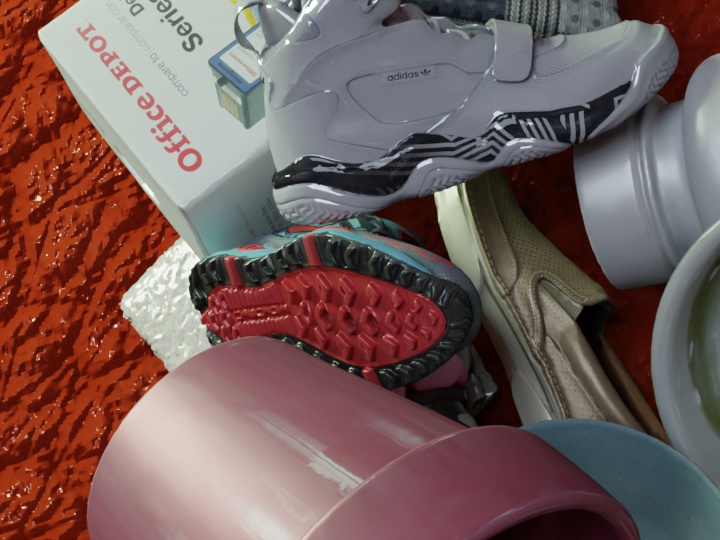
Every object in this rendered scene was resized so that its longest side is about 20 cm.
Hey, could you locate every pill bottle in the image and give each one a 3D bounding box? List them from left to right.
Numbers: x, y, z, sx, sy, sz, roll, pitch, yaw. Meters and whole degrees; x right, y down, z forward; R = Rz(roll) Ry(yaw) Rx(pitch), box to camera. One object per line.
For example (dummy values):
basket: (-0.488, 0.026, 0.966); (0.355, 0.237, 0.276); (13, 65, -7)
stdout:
pill bottle: (0.207, -0.053, 1.081); (0.200, 0.114, 0.114); (-12, 69, 22)

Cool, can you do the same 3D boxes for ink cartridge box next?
ink cartridge box: (-0.043, -0.116, 1.210); (0.200, 0.088, 0.145); (-37, 62, -5)

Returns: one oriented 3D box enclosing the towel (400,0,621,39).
towel: (0.037, -0.191, 1.172); (0.192, 0.035, 0.200); (9, 48, -4)

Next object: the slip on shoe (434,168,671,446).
slip on shoe: (0.095, 0.022, 1.131); (0.061, 0.076, 0.200); (-27, 67, 21)

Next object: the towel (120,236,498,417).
towel: (-0.031, 0.037, 1.210); (0.133, 0.034, 0.200); (-46, 61, 5)

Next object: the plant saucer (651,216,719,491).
plant saucer: (0.231, 0.042, 1.028); (0.200, 0.050, 0.200); (9, 116, 18)

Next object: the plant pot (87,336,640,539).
plant pot: (-0.013, 0.128, 0.979); (0.179, 0.200, 0.200); (37, 91, 35)

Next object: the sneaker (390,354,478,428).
sneaker: (-0.025, 0.117, 1.109); (0.200, 0.079, 0.095); (-26, 74, -1)

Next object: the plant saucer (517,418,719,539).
plant saucer: (0.097, 0.168, 1.041); (0.201, 0.039, 0.201); (-10, 72, 32)

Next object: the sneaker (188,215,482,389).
sneaker: (0.000, 0.000, 1.108); (0.095, 0.079, 0.200); (-30, 20, -30)

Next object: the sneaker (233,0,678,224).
sneaker: (0.041, -0.103, 1.065); (0.200, 0.075, 0.115); (-20, 106, 0)
